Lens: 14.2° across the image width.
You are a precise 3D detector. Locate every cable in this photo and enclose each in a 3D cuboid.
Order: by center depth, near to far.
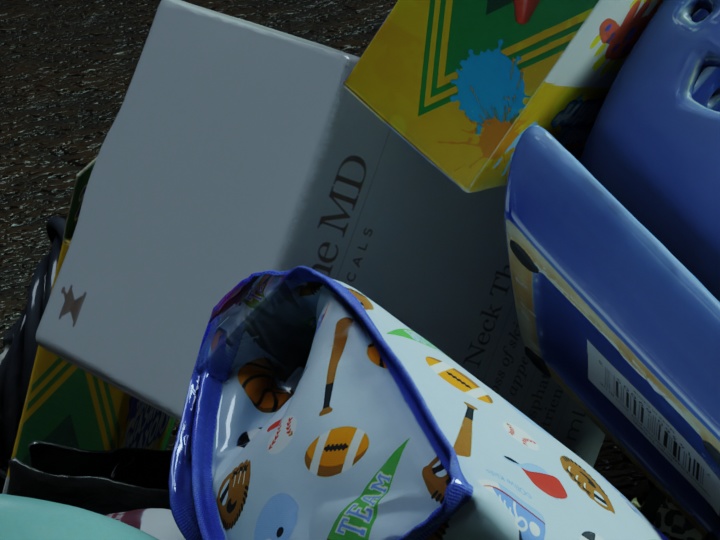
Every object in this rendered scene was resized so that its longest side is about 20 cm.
[{"bbox_3d":[-0.160,0.040,1.482,0.051,0.164,0.200,19,14,9],"label":"cable"}]

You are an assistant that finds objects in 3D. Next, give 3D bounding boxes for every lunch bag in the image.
[{"bbox_3d":[0.028,0.099,1.028,0.124,0.170,0.200,-45,32,11],"label":"lunch bag"}]

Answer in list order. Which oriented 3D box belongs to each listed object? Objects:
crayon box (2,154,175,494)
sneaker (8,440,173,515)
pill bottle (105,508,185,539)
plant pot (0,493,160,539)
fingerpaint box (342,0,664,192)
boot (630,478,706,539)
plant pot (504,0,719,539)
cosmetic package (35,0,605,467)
[{"bbox_3d":[-0.116,0.033,1.397,0.051,0.201,0.126,18,23,8],"label":"crayon box"},{"bbox_3d":[-0.048,0.118,1.249,0.199,0.105,0.060,-4,17,16],"label":"sneaker"},{"bbox_3d":[-0.115,0.156,1.149,0.199,0.115,0.114,-8,17,5],"label":"pill bottle"},{"bbox_3d":[-0.132,0.169,1.000,0.160,0.201,0.201,-5,16,-10],"label":"plant pot"},{"bbox_3d":[0.103,-0.123,1.145,0.073,0.167,0.200,41,23,18],"label":"fingerpaint box"},{"bbox_3d":[0.147,0.054,1.275,0.203,0.074,0.154,18,66,39],"label":"boot"},{"bbox_3d":[0.169,-0.001,1.119,0.180,0.200,0.200,-40,-19,-10],"label":"plant pot"},{"bbox_3d":[0.000,0.000,1.260,0.200,0.168,0.166,19,2,-35],"label":"cosmetic package"}]
